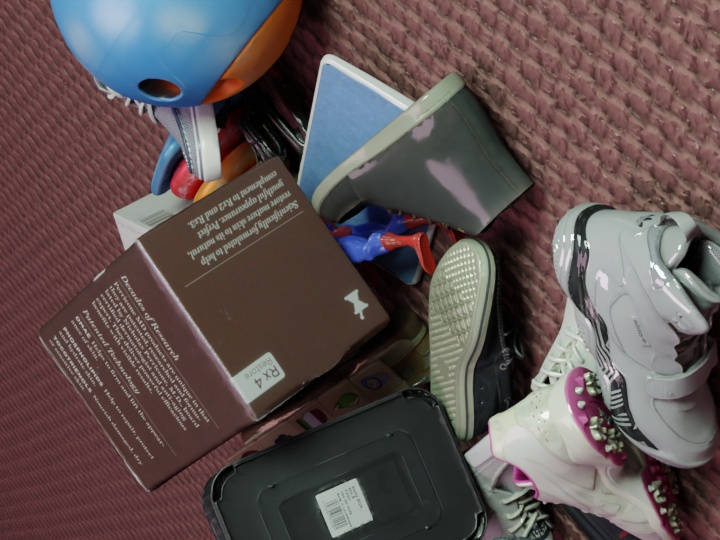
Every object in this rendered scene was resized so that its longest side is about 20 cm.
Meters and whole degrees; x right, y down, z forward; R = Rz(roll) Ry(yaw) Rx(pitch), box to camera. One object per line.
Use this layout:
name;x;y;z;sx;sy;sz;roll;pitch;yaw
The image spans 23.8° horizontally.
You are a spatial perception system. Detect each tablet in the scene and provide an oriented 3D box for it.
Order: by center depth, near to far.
tablet;0.010;-0.078;1.375;0.130;0.014;0.201;32;145;13

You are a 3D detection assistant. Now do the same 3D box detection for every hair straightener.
hair straightener;-0.089;-0.138;1.473;0.201;0.077;0.041;56;-168;-4

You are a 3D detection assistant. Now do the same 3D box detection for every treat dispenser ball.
treat dispenser ball;-0.143;-0.228;1.325;0.201;0.200;0.202;41;148;34

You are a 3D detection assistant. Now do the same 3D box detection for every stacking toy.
stacking toy;-0.082;-0.060;1.521;0.200;0.116;0.110;43;156;5

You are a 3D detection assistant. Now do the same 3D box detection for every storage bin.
storage bin;-0.015;0.192;1.370;0.094;0.199;0.136;136;112;-75

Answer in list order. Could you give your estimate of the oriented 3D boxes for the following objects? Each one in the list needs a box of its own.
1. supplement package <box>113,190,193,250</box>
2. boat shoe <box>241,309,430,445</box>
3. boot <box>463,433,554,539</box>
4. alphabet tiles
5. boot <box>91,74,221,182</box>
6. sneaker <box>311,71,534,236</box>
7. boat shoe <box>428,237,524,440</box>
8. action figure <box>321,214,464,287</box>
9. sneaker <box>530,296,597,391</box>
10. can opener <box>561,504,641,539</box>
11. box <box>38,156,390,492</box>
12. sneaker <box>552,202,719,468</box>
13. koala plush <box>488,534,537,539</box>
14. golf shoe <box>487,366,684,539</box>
supplement package;-0.136;0.021;1.646;0.121;0.119;0.201;22;134;52
boat shoe;-0.012;0.116;1.481;0.199;0.072;0.076;-32;108;24
boot;0.130;0.182;1.395;0.096;0.073;0.200;53;161;14
alphabet tiles;0.010;0.177;1.493;0.200;0.167;0.008;45;-160;-32
boot;-0.177;-0.151;1.437;0.073;0.090;0.201;93;162;-56
sneaker;0.041;-0.056;1.278;0.106;0.075;0.200;52;145;-1
boat shoe;0.093;0.051;1.333;0.075;0.062;0.201;-124;24;-43
action figure;0.000;0.000;1.402;0.199;0.065;0.100;4;123;43
sneaker;0.161;0.071;1.222;0.073;0.071;0.201;37;143;39
can opener;0.204;0.215;1.301;0.200;0.078;0.064;55;160;35
box;-0.120;0.046;1.371;0.165;0.166;0.200;55;140;1
sneaker;0.207;0.045;1.106;0.115;0.075;0.201;-4;118;55
koala plush;0.135;0.319;1.382;0.200;0.176;0.185;51;-138;-66
golf shoe;0.162;0.139;1.208;0.091;0.076;0.200;-21;134;24
